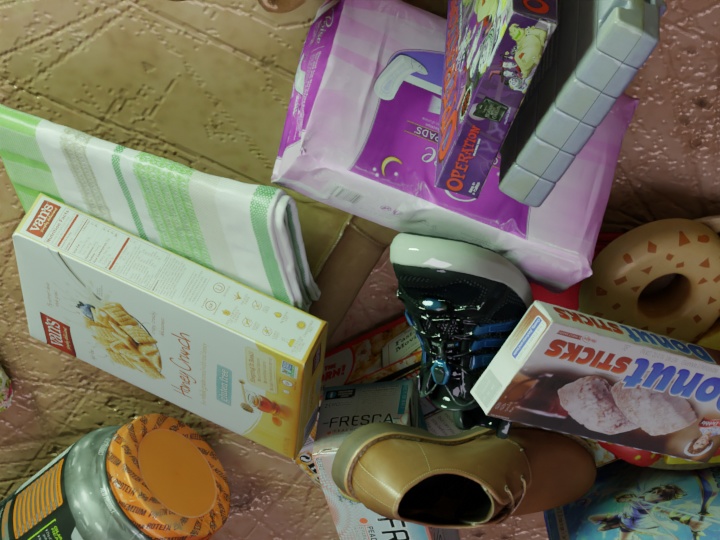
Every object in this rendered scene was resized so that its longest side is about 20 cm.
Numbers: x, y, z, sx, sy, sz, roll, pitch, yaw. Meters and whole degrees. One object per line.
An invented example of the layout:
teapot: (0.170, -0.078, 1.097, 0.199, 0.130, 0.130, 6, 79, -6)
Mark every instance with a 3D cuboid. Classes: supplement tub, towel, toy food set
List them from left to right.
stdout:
supplement tub: (-0.190, 0.190, 1.522, 0.123, 0.123, 0.200, 35, 126, -26)
towel: (-0.123, -0.037, 1.306, 0.200, 0.031, 0.149, 20, 153, 17)
toy food set: (0.228, 0.049, 1.383, 0.198, 0.049, 0.200, -1, 120, -11)

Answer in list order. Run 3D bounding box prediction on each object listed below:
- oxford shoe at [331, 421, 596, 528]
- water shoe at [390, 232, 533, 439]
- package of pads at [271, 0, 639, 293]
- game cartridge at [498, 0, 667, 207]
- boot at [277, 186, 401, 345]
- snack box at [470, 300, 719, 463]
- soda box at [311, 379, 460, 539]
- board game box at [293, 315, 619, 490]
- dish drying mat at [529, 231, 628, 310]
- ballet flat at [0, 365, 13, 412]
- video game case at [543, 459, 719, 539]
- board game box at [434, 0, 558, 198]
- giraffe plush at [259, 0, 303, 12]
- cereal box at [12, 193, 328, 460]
oxford shoe: (0.080, 0.138, 1.361, 0.200, 0.071, 0.071, 0, 114, -37)
water shoe: (0.065, 0.043, 1.275, 0.071, 0.079, 0.200, 9, 162, 26)
package of pads: (0.055, -0.075, 1.256, 0.200, 0.121, 0.076, 20, 164, -16)
game cartridge: (0.118, -0.138, 1.144, 0.038, 0.200, 0.130, 20, 131, -10)
boot: (0.000, 0.000, 1.377, 0.175, 0.066, 0.200, 29, 128, -6)
snack box: (0.159, 0.070, 1.305, 0.200, 0.024, 0.072, 15, 117, -40)
soda box: (0.024, 0.168, 1.446, 0.064, 0.068, 0.200, -6, 129, 13)
board game box: (0.054, 0.101, 1.460, 0.200, 0.046, 0.152, -25, 122, 29)
dish drying mat: (0.150, 0.053, 1.442, 0.077, 0.018, 0.200, 1, 133, 5)
ballet flat: (-0.305, 0.048, 1.438, 0.076, 0.064, 0.200, -21, 128, 21)
video game case: (0.215, 0.172, 1.413, 0.181, 0.200, 0.045, -9, 109, 2)
board game box: (0.073, -0.147, 1.139, 0.032, 0.200, 0.120, 12, 132, -6)
giraffe plush: (-0.080, -0.213, 1.136, 0.200, 0.173, 0.162, -15, 155, -33)
cereal box: (-0.120, 0.037, 1.360, 0.200, 0.040, 0.144, 23, 153, 9)
